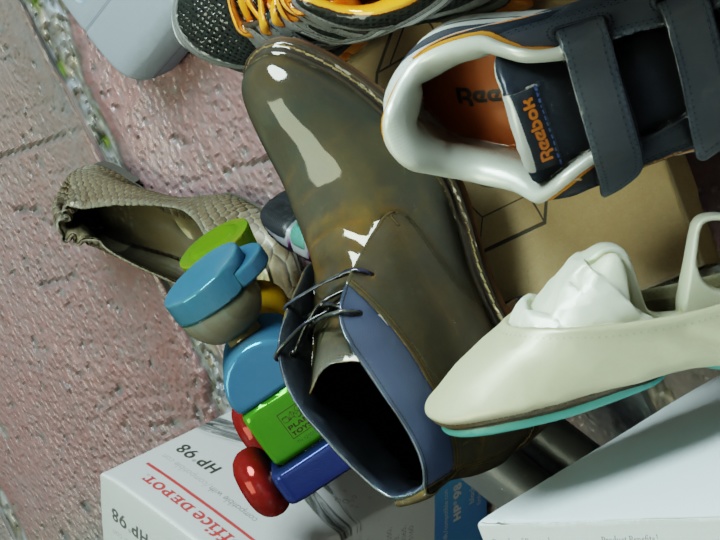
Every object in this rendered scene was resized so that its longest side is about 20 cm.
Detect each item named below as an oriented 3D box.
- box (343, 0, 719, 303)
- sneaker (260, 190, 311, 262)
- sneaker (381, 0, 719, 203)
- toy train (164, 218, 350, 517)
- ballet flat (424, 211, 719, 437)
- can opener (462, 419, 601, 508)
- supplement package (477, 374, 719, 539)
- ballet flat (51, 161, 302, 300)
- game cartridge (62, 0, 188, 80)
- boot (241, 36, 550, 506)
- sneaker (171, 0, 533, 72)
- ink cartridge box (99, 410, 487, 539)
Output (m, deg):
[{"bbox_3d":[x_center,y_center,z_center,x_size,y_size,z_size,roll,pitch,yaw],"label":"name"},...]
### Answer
[{"bbox_3d":[0.052,-0.068,0.989,0.163,0.021,0.201,-26,80,39],"label":"box"},{"bbox_3d":[0.030,0.009,1.087,0.200,0.074,0.088,14,126,47],"label":"sneaker"},{"bbox_3d":[0.101,-0.070,0.880,0.199,0.079,0.079,-12,109,26],"label":"sneaker"},{"bbox_3d":[-0.044,0.024,1.109,0.116,0.085,0.200,55,-173,-16],"label":"toy train"},{"bbox_3d":[0.118,0.013,0.895,0.069,0.199,0.070,169,90,-89],"label":"ballet flat"},{"bbox_3d":[0.110,0.123,1.041,0.200,0.053,0.067,38,150,14],"label":"can opener"},{"bbox_3d":[0.176,0.110,0.885,0.200,0.155,0.111,-9,104,54],"label":"supplement package"},{"bbox_3d":[-0.106,-0.017,1.265,0.200,0.046,0.068,21,127,44],"label":"ballet flat"},{"bbox_3d":[-0.138,-0.204,1.205,0.200,0.041,0.133,60,140,7],"label":"game cartridge"},{"bbox_3d":[0.000,0.000,0.943,0.075,0.097,0.200,-36,91,39],"label":"boot"},{"bbox_3d":[-0.015,-0.127,0.974,0.200,0.077,0.079,-12,89,42],"label":"sneaker"},{"bbox_3d":[-0.046,0.128,1.144,0.116,0.200,0.067,30,131,38],"label":"ink cartridge box"}]
